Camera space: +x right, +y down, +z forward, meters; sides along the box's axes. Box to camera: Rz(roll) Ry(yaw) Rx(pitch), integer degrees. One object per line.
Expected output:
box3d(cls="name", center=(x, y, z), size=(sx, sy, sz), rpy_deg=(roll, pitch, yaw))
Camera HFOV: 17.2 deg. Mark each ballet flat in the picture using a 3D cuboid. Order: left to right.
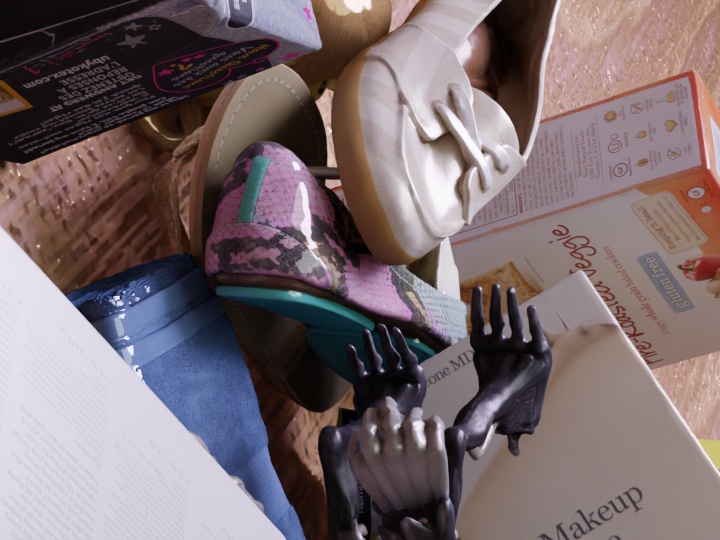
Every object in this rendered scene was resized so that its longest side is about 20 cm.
box3d(cls="ballet flat", center=(0.000, 0.000, 0.915), size=(0.200, 0.069, 0.072), rpy_deg=(37, 63, -62))

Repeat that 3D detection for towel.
box3d(cls="towel", center=(-0.057, 0.098, 0.843), size=(0.202, 0.048, 0.112), rpy_deg=(70, 20, -4))

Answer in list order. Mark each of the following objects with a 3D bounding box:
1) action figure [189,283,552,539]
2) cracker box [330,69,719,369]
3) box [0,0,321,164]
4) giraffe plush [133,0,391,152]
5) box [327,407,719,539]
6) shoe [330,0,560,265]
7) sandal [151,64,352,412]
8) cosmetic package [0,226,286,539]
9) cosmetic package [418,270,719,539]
box3d(cls="action figure", center=(-0.006, 0.087, 0.763), size=(0.103, 0.118, 0.201), rpy_deg=(62, 34, -27))
box3d(cls="cracker box", center=(0.083, -0.002, 1.065), size=(0.134, 0.199, 0.058), rpy_deg=(48, 33, -47))
box3d(cls="box", center=(-0.108, -0.155, 0.794), size=(0.115, 0.131, 0.202), rpy_deg=(8, 66, -66))
box3d(cls="giraffe plush", center=(-0.047, -0.136, 0.959), size=(0.200, 0.171, 0.164), rpy_deg=(-158, -124, -71))
box3d(cls="box", center=(0.086, 0.107, 0.994), size=(0.076, 0.198, 0.050), rpy_deg=(-91, -170, -50))
box3d(cls="shoe", center=(0.036, -0.069, 0.913), size=(0.070, 0.053, 0.200), rpy_deg=(59, 27, -19))
box3d(cls="sandal", center=(-0.053, -0.017, 0.944), size=(0.078, 0.069, 0.212), rpy_deg=(-52, 151, -19))
box3d(cls="cosmetic package", center=(-0.086, 0.086, 0.575), size=(0.200, 0.051, 0.152), rpy_deg=(53, 28, -44))
box3d(cls="cosmetic package", center=(0.095, 0.114, 0.899), size=(0.201, 0.103, 0.073), rpy_deg=(56, -9, 20))
